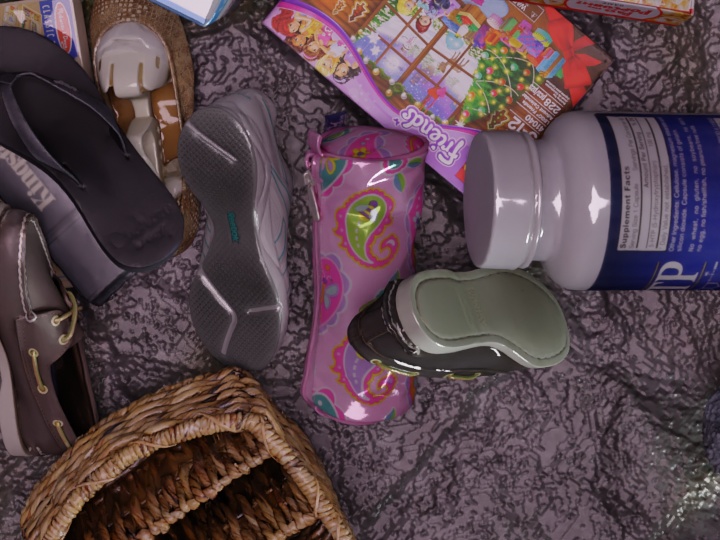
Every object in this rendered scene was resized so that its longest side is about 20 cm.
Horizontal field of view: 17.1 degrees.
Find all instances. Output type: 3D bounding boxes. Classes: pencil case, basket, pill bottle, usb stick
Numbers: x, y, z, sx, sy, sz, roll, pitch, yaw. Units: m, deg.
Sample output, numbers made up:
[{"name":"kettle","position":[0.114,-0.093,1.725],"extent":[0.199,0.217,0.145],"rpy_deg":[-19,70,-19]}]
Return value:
[{"name":"pencil case","position":[0.000,0.000,1.605],"extent":[0.087,0.087,0.200],"rpy_deg":[2,109,1]},{"name":"basket","position":[-0.119,0.175,1.590],"extent":[0.200,0.149,0.143],"rpy_deg":[-34,122,5]},{"name":"pill bottle","position":[0.174,-0.046,1.577],"extent":[0.200,0.120,0.120],"rpy_deg":[0,97,-10]},{"name":"usb stick","position":[-0.222,-0.065,1.604],"extent":[0.055,0.033,0.200],"rpy_deg":[-40,90,20]}]

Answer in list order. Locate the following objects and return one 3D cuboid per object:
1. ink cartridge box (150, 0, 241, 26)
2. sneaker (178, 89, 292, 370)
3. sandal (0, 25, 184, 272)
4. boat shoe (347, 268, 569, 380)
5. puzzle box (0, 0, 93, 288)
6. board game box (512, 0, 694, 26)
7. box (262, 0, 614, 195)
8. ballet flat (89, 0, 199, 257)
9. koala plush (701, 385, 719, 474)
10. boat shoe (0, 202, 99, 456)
[{"name":"ink cartridge box","position":[-0.134,-0.227,1.539],"extent":[0.144,0.200,0.085],"rpy_deg":[27,100,-2]},{"name":"sneaker","position":[-0.072,-0.027,1.617],"extent":[0.070,0.080,0.200],"rpy_deg":[9,118,20]},{"name":"sandal","position":[-0.187,-0.088,1.564],"extent":[0.200,0.043,0.076],"rpy_deg":[45,78,5]},{"name":"boat shoe","position":[0.068,0.037,1.588],"extent":[0.061,0.201,0.072],"rpy_deg":[-25,71,31]},{"name":"puzzle box","position":[-0.241,-0.082,1.637],"extent":[0.133,0.025,0.200],"rpy_deg":[-8,97,8]},{"name":"board game box","position":[0.127,-0.252,1.582],"extent":[0.200,0.046,0.152],"rpy_deg":[9,85,-7]},{"name":"box","position":[0.053,-0.155,1.623],"extent":[0.200,0.039,0.137],"rpy_deg":[40,96,-4]},{"name":"ballet flat","position":[-0.145,-0.105,1.619],"extent":[0.070,0.065,0.200],"rpy_deg":[-10,95,8]},{"name":"koala plush","position":[0.329,0.061,1.572],"extent":[0.177,0.184,0.200],"rpy_deg":[10,105,-34]},{"name":"boat shoe","position":[-0.212,0.043,1.604],"extent":[0.059,0.072,0.200],"rpy_deg":[6,124,13]}]
